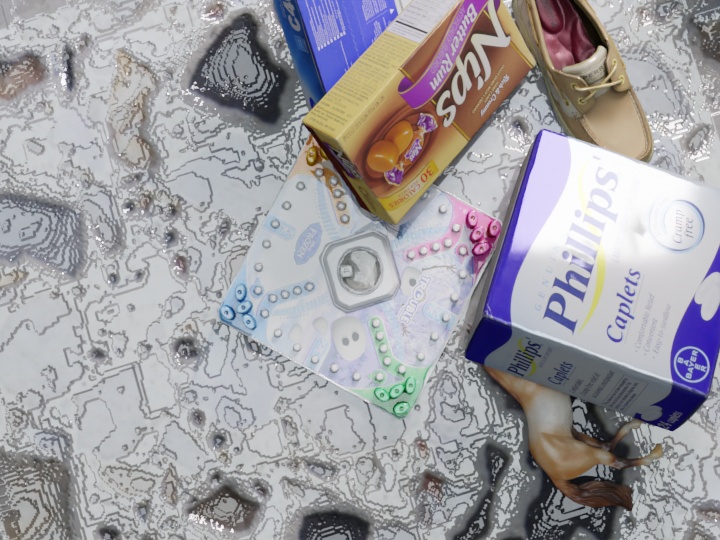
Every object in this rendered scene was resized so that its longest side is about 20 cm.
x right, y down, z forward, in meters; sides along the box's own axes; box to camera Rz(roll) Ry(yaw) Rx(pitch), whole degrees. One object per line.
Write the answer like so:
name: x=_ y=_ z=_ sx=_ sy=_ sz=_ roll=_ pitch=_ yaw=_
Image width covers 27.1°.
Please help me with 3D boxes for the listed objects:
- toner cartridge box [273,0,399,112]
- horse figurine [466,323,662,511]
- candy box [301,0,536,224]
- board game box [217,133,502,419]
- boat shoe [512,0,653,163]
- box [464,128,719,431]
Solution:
toner cartridge box: x=-0.015 y=-0.207 z=1.276 sx=0.094 sy=0.043 sz=0.202 roll=-33 pitch=127 yaw=-22
horse figurine: x=0.185 y=0.124 z=1.321 sx=0.131 sy=0.050 sz=0.203 roll=-16 pitch=84 yaw=-7
candy box: x=0.054 y=-0.154 z=1.290 sx=0.200 sy=0.117 sz=0.056 roll=-47 pitch=43 yaw=-11
board game box: x=0.000 y=0.000 z=1.342 sx=0.198 sy=0.026 sz=0.202 roll=28 pitch=87 yaw=3
boat shoe: x=0.197 y=-0.176 z=1.328 sx=0.074 sy=0.066 sz=0.201 roll=-33 pitch=87 yaw=-1
box: x=0.211 y=0.008 z=1.275 sx=0.197 sy=0.105 sz=0.186 roll=18 pitch=69 yaw=3
